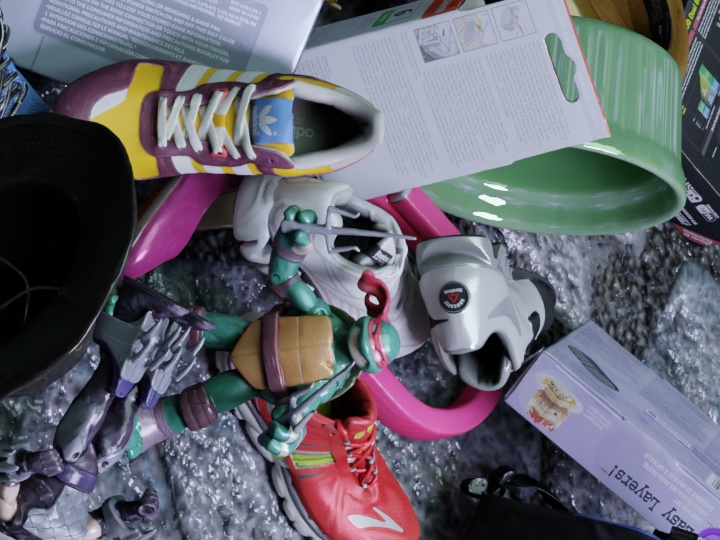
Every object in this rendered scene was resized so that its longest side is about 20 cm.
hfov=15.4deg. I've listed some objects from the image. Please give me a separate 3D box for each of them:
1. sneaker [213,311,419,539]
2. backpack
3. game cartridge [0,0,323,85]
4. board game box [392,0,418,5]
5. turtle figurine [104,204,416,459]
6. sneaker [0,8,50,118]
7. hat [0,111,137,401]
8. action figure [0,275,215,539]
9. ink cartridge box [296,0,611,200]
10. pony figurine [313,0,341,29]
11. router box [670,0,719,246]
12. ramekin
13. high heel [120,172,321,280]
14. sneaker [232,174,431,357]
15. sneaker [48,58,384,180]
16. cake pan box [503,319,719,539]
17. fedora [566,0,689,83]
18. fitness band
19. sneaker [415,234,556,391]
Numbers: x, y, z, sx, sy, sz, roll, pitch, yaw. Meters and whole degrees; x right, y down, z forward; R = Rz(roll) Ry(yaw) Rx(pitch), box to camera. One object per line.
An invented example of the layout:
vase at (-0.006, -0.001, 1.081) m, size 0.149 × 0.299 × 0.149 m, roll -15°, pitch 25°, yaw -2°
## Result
sneaker at (-0.017, 0.110, 1.710) m, size 0.200 × 0.085 × 0.077 m, roll 55°, pitch 47°, yaw -20°
backpack at (0.158, 0.248, 1.788) m, size 0.190 × 0.200 × 0.154 m, roll 44°, pitch 72°, yaw -40°
game cartridge at (-0.127, -0.164, 1.627) m, size 0.199 × 0.040 × 0.134 m, roll 21°, pitch 99°, yaw -22°
board game box at (0.062, -0.182, 1.864) m, size 0.200 × 0.103 × 0.020 m, roll 22°, pitch 94°, yaw -40°
turtle figurine at (-0.051, 0.049, 1.611) m, size 0.101 × 0.199 × 0.150 m, roll 52°, pitch 30°, yaw -61°
sneaker at (-0.233, -0.113, 1.543) m, size 0.200 × 0.089 × 0.079 m, roll 40°, pitch 53°, yaw -35°
hat at (-0.190, 0.012, 1.498) m, size 0.081 × 0.200 × 0.201 m, roll 50°, pitch 47°, yaw -46°
action figure at (-0.159, 0.104, 1.542) m, size 0.201 × 0.069 × 0.130 m, roll -62°, pitch 148°, yaw -3°
ink cartridge box at (0.056, -0.117, 1.698) m, size 0.109 × 0.199 × 0.050 m, roll 69°, pitch 24°, yaw -17°
pony figurine at (-0.089, -0.253, 1.705) m, size 0.199 × 0.166 × 0.194 m, roll 3°, pitch 91°, yaw -35°
router box at (0.269, -0.141, 2.093) m, size 0.150 × 0.062 × 0.200 m, roll 46°, pitch 50°, yaw -28°
ramekin at (0.128, -0.101, 1.830) m, size 0.200 × 0.200 × 0.098 m, roll 22°, pitch 68°, yaw -41°
high heel at (-0.085, -0.030, 1.688) m, size 0.096 × 0.067 × 0.200 m, roll 47°, pitch 35°, yaw -8°
sneaker at (0.000, 0.000, 1.703) m, size 0.200 × 0.081 × 0.075 m, roll 41°, pitch 54°, yaw -49°
sneaker at (-0.083, -0.090, 1.580) m, size 0.199 × 0.090 × 0.075 m, roll -4°, pitch 92°, yaw -27°
cake pan box at (0.204, 0.121, 1.844) m, size 0.200 × 0.052 × 0.184 m, roll 39°, pitch 16°, yaw 6°
fedora at (0.162, -0.203, 1.974) m, size 0.200 × 0.082 × 0.201 m, roll 31°, pitch 46°, yaw -39°
fitness band at (0.028, 0.024, 1.816) m, size 0.200 × 0.037 × 0.144 m, roll 49°, pitch 49°, yaw -24°
sneaker at (0.082, 0.040, 1.758) m, size 0.200 × 0.074 × 0.089 m, roll 27°, pitch 56°, yaw -67°
